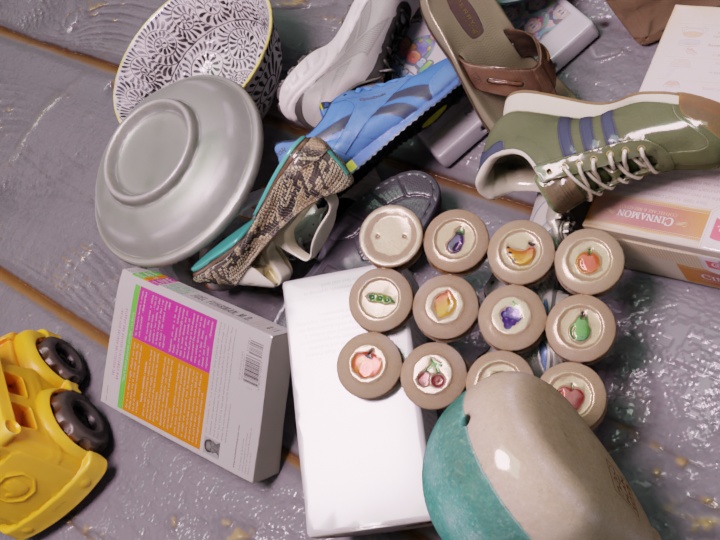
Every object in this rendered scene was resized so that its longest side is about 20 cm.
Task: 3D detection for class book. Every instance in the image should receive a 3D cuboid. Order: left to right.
[{"bbox_3d":[-0.147,0.086,0.940,0.200,0.048,0.134,21,110,37],"label":"book"}]

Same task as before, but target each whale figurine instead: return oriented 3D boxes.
[{"bbox_3d":[0.118,0.156,0.669,0.104,0.200,0.159,-37,28,20],"label":"whale figurine"}]

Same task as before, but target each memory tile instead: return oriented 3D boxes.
[{"bbox_3d":[0.086,0.031,0.773,0.200,0.017,0.153,8,76,17],"label":"memory tile"}]

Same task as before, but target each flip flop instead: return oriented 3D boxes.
[{"bbox_3d":[0.123,-0.174,0.883,0.081,0.058,0.200,-34,90,-13],"label":"flip flop"}]

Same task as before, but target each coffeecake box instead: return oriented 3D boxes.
[{"bbox_3d":[0.278,-0.090,0.785,0.153,0.073,0.200,15,74,38],"label":"coffeecake box"}]

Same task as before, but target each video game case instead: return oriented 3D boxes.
[{"bbox_3d":[0.097,-0.216,1.006,0.182,0.024,0.200,-41,50,7],"label":"video game case"}]

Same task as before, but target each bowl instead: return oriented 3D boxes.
[{"bbox_3d":[-0.152,-0.199,1.111,0.201,0.094,0.201,-15,57,25],"label":"bowl"}]

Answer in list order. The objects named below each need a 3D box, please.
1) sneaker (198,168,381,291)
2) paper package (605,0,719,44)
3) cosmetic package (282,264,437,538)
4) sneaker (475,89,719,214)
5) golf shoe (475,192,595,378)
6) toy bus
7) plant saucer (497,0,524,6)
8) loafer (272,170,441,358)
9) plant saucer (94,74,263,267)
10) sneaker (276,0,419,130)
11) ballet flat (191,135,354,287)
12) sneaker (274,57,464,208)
[{"bbox_3d":[-0.063,-0.037,0.979,0.200,0.076,0.092,-39,55,10],"label":"sneaker"},{"bbox_3d":[0.282,-0.318,0.891,0.191,0.103,0.200,-20,56,22],"label":"paper package"},{"bbox_3d":[0.005,0.101,0.821,0.102,0.074,0.200,-10,73,13],"label":"cosmetic package"},{"bbox_3d":[0.166,-0.075,0.755,0.200,0.067,0.090,13,64,46],"label":"sneaker"},{"bbox_3d":[0.134,-0.003,0.833,0.097,0.078,0.200,-7,60,36],"label":"golf shoe"},{"bbox_3d":[-0.358,0.129,1.000,0.136,0.192,0.200,-40,49,10],"label":"toy bus"},{"bbox_3d":[0.104,-0.309,0.978,0.200,0.036,0.200,1,61,-2],"label":"plant saucer"},{"bbox_3d":[0.000,0.000,0.927,0.072,0.063,0.200,38,84,28],"label":"loafer"},{"bbox_3d":[-0.185,-0.103,0.989,0.200,0.050,0.200,-14,62,28],"label":"plant saucer"},{"bbox_3d":[0.011,-0.208,1.004,0.079,0.074,0.200,38,88,21],"label":"sneaker"},{"bbox_3d":[-0.073,-0.030,0.907,0.200,0.075,0.068,-45,4,37],"label":"ballet flat"},{"bbox_3d":[0.015,-0.142,0.930,0.200,0.066,0.078,-37,82,-5],"label":"sneaker"}]
